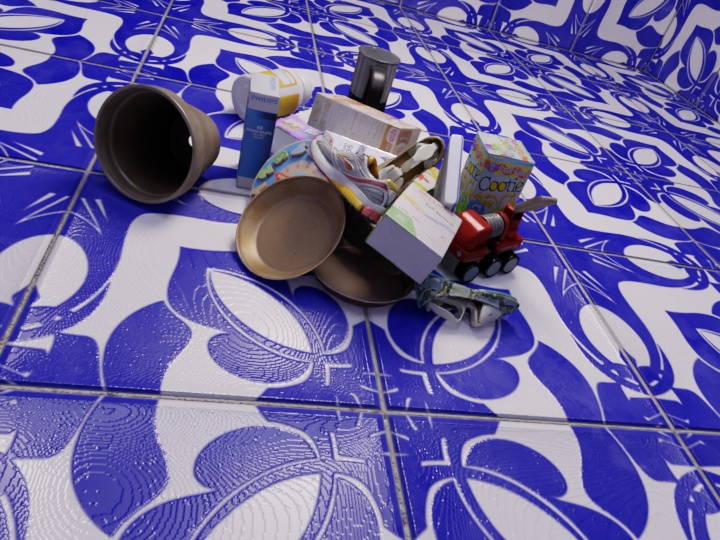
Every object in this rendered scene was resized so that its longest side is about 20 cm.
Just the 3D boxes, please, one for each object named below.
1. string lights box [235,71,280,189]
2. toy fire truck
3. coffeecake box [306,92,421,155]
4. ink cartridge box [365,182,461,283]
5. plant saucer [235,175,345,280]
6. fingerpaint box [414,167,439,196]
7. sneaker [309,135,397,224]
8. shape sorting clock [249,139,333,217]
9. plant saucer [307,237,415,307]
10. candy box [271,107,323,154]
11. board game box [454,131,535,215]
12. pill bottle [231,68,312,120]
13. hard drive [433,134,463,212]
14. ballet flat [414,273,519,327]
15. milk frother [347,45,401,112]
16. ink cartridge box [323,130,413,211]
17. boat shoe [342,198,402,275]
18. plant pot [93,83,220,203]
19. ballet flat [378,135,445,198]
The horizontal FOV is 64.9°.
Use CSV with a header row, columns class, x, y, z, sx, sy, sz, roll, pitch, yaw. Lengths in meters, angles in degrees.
class,x,y,z,sx,sy,sz,roll,pitch,yaw
string lights box,-0.203,-0.273,1.121,0.058,0.201,0.103,7,36,-15
toy fire truck,0.259,-0.081,1.075,0.175,0.201,0.129,-10,44,-34
coffeecake box,0.011,-0.307,1.212,0.199,0.074,0.153,27,21,14
ink cartridge box,0.100,-0.076,0.966,0.117,0.067,0.200,37,33,0
plant saucer,-0.115,-0.069,0.964,0.198,0.035,0.202,-7,62,14
fingerpaint box,0.073,-0.205,1.263,0.199,0.074,0.167,35,40,19
sneaker,-0.011,-0.165,0.945,0.200,0.082,0.078,48,7,27
shape sorting clock,-0.121,-0.158,1.048,0.200,0.200,0.039,48,6,34
plant saucer,0.000,0.000,0.998,0.198,0.035,0.201,12,37,-9
candy box,-0.094,-0.301,1.317,0.167,0.072,0.200,31,38,17
board game box,0.267,-0.171,1.197,0.102,0.201,0.105,9,36,-12
pill bottle,-0.214,-0.440,1.411,0.111,0.112,0.200,34,38,20
hard drive,0.164,-0.153,1.095,0.025,0.200,0.133,7,75,1
ballet flat,0.183,0.063,0.980,0.198,0.075,0.075,14,36,-11
milk frother,0.073,-0.464,1.503,0.198,0.189,0.181,-1,41,-24
ink cartridge box,-0.004,-0.165,1.111,0.198,0.083,0.148,20,78,1
boat shoe,0.023,-0.071,1.019,0.200,0.072,0.067,45,36,21
plant pot,-0.347,-0.235,1.041,0.199,0.202,0.174,24,20,8
ballet flat,0.077,-0.187,1.044,0.200,0.065,0.071,-41,90,-9
